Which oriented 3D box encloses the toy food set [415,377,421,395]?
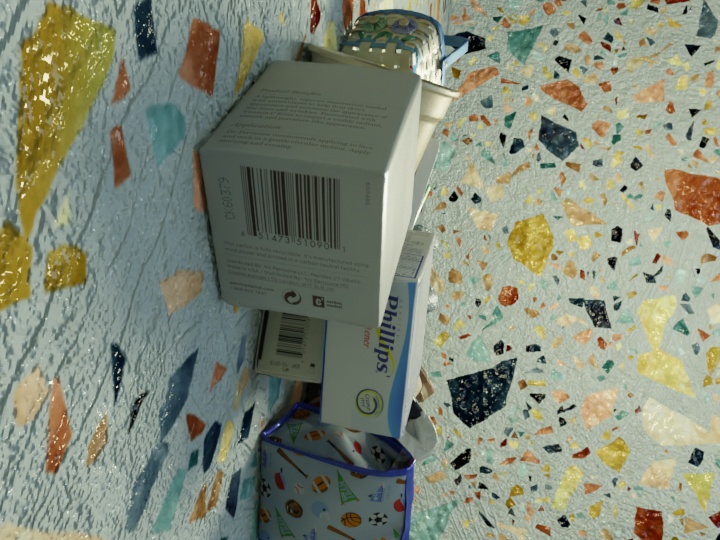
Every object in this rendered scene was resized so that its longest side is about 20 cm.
[{"bbox_3d":[0.023,0.174,1.035,0.200,0.059,0.147,-43,126,-43],"label":"toy food set"}]

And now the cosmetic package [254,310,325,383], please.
[{"bbox_3d":[-0.062,0.091,0.838,0.200,0.084,0.107,53,45,-75],"label":"cosmetic package"}]

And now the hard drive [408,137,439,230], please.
[{"bbox_3d":[0.056,-0.118,0.959,0.200,0.025,0.136,-164,-87,-78],"label":"hard drive"}]

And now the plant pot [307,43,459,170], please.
[{"bbox_3d":[0.005,-0.163,0.821,0.201,0.195,0.188,-52,160,-72],"label":"plant pot"}]

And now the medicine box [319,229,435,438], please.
[{"bbox_3d":[0.025,0.062,0.779,0.200,0.100,0.188,-54,150,-69],"label":"medicine box"}]

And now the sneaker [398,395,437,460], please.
[{"bbox_3d":[0.041,0.185,0.961,0.202,0.078,0.130,60,-19,12],"label":"sneaker"}]

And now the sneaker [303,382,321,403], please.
[{"bbox_3d":[-0.041,0.187,1.073,0.200,0.073,0.118,16,85,-78],"label":"sneaker"}]

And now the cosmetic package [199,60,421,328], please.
[{"bbox_3d":[-0.036,-0.082,0.629,0.202,0.160,0.169,-69,164,-50],"label":"cosmetic package"}]

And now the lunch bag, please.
[{"bbox_3d":[-0.024,0.289,0.843,0.123,0.195,0.175,-34,132,-59],"label":"lunch bag"}]

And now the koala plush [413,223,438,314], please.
[{"bbox_3d":[0.042,-0.008,1.292,0.199,0.179,0.183,22,66,-59],"label":"koala plush"}]

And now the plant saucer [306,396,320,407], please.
[{"bbox_3d":[-0.016,0.273,0.930,0.032,0.196,0.206,-27,128,-51],"label":"plant saucer"}]

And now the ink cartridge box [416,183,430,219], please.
[{"bbox_3d":[0.037,-0.053,1.137,0.145,0.082,0.204,112,3,-67],"label":"ink cartridge box"}]

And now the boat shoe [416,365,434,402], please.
[{"bbox_3d":[0.084,0.162,1.247,0.076,0.070,0.204,92,-20,-65],"label":"boat shoe"}]

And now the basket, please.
[{"bbox_3d":[0.066,-0.339,1.022,0.201,0.171,0.143,-52,147,-50],"label":"basket"}]
